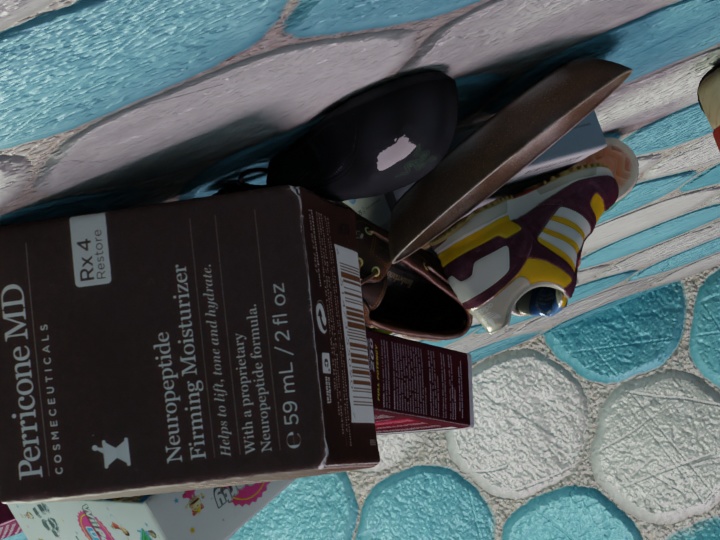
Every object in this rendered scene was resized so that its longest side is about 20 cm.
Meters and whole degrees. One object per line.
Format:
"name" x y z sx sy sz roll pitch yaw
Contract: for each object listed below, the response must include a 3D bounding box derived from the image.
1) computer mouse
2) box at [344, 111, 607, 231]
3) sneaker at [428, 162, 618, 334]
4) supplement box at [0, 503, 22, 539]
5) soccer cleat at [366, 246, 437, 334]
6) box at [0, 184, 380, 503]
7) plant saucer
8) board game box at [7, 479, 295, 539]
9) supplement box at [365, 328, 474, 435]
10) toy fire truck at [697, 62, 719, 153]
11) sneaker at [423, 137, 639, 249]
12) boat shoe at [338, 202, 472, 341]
"computer mouse" 0.003 -0.067 1.509 0.138 0.053 0.200 -16 171 -28
"box" 0.065 -0.060 1.774 0.155 0.041 0.200 -16 170 -28
"sneaker" 0.129 -0.013 1.742 0.199 0.091 0.075 -23 176 -46
"supplement box" -0.287 0.143 1.949 0.199 0.132 0.103 -19 171 -16
"soccer cleat" 0.033 0.022 1.850 0.199 0.065 0.084 -20 158 1
"box" -0.104 0.048 1.457 0.199 0.167 0.164 -8 175 11
"plant saucer" 0.090 -0.077 1.575 0.200 0.032 0.200 -39 176 -3
"board game box" -0.132 0.137 1.656 0.147 0.065 0.199 -39 -160 -31
"supplement box" -0.004 0.084 1.780 0.108 0.061 0.200 -6 171 25
"toy fire truck" 0.363 -0.088 1.759 0.175 0.201 0.129 -18 173 -17
"sneaker" 0.136 -0.043 1.973 0.199 0.072 0.080 -23 168 5
"boat shoe" 0.000 0.000 1.681 0.199 0.070 0.071 16 112 -41
